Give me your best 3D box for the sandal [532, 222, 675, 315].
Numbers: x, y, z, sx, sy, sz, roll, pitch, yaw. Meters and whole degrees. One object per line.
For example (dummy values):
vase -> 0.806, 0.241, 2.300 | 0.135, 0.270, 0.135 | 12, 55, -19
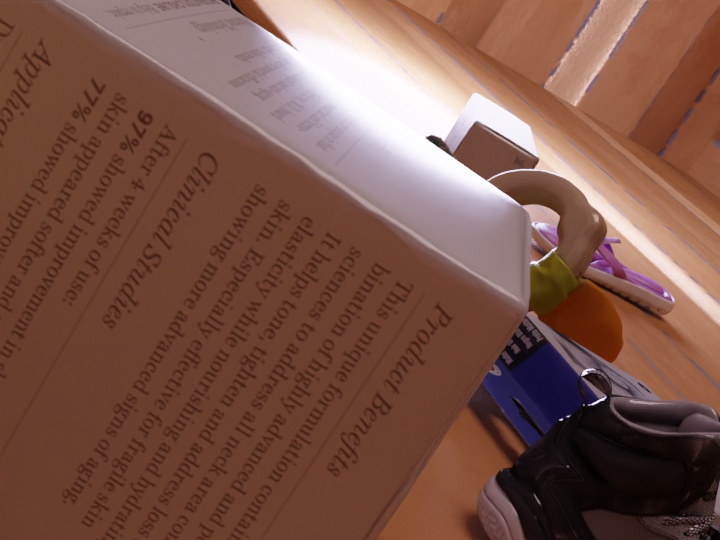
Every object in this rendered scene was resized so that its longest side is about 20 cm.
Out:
sandal -> 0.268, -0.016, 1.432 | 0.202, 0.050, 0.083 | 26, 17, -26

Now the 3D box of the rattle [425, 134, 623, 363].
rattle -> 0.119, -0.019, 1.076 | 0.199, 0.131, 0.143 | 22, -1, 41

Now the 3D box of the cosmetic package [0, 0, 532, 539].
cosmetic package -> -0.066, 0.006, 0.466 | 0.199, 0.168, 0.166 | 34, 15, -2

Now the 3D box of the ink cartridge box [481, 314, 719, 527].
ink cartridge box -> 0.166, 0.107, 0.843 | 0.199, 0.041, 0.200 | 27, 16, -37

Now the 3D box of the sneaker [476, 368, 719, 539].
sneaker -> 0.163, 0.135, 0.637 | 0.199, 0.114, 0.075 | 35, 16, 6

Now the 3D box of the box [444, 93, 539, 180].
box -> 0.129, -0.117, 1.379 | 0.077, 0.095, 0.200 | 31, 14, -4

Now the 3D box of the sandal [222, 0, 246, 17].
sandal -> -0.098, -0.182, 0.962 | 0.200, 0.043, 0.076 | 45, 1, 42
